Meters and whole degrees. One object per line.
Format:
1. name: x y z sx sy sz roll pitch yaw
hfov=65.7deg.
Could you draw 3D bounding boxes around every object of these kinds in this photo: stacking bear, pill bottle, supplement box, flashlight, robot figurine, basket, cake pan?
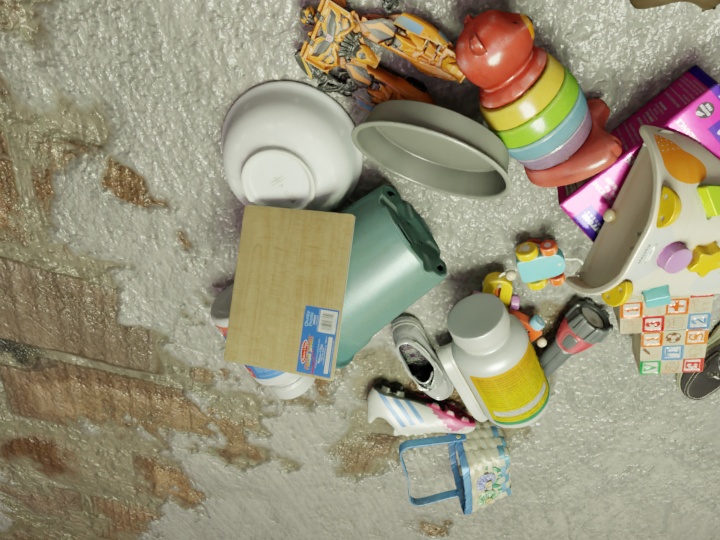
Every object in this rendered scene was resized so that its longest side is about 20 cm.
1. stacking bear: 0.181 -0.196 0.612 0.113 0.122 0.200 -28 125 33
2. pill bottle: -0.150 0.116 0.914 0.111 0.113 0.201 -15 123 19
3. pill bottle: 0.200 0.131 0.815 0.112 0.113 0.201 -18 126 21
4. supplement box: 0.344 -0.124 0.659 0.101 0.104 0.200 42 123 -9
5. flashlight: 0.314 0.132 0.894 0.067 0.068 0.201 15 133 -15
6. robot figurine: 0.020 -0.249 0.645 0.199 0.058 0.145 24 126 -11
7. basket: 0.177 0.364 1.039 0.198 0.140 0.177 -10 125 5
8. cake pan: 0.087 -0.140 0.659 0.199 0.200 0.037 22 84 -8

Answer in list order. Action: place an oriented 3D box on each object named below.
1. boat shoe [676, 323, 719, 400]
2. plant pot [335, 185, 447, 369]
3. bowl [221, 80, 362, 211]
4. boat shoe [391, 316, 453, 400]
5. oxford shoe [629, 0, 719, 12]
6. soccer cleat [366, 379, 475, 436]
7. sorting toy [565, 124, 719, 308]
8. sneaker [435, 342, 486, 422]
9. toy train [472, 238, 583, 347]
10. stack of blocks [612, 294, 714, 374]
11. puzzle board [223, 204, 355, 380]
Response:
1. boat shoe: 0.563 0.140 0.858 0.071 0.065 0.201 14 129 -5
2. plant pot: 0.000 0.000 0.766 0.195 0.201 0.200 -34 116 20
3. bowl: -0.099 -0.133 0.731 0.199 0.091 0.202 4 128 6
4. boat shoe: 0.108 0.165 0.940 0.071 0.069 0.201 -13 127 16
5. oxford shoe: 0.367 -0.309 0.552 0.198 0.073 0.085 -6 142 16
6. soccer cleat: 0.105 0.267 1.009 0.198 0.070 0.087 19 99 2
7. sorting toy: 0.358 -0.032 0.607 0.178 0.107 0.201 7 124 -10
8. sneaker: 0.201 0.185 0.943 0.084 0.073 0.201 -29 130 5
9. toy train: 0.254 0.029 0.830 0.149 0.056 0.201 24 130 -12
10. stack of blocks: 0.424 0.056 0.791 0.114 0.059 0.201 -6 125 17
11. puzzle board: -0.089 0.024 0.693 0.149 0.017 0.202 7 88 17
